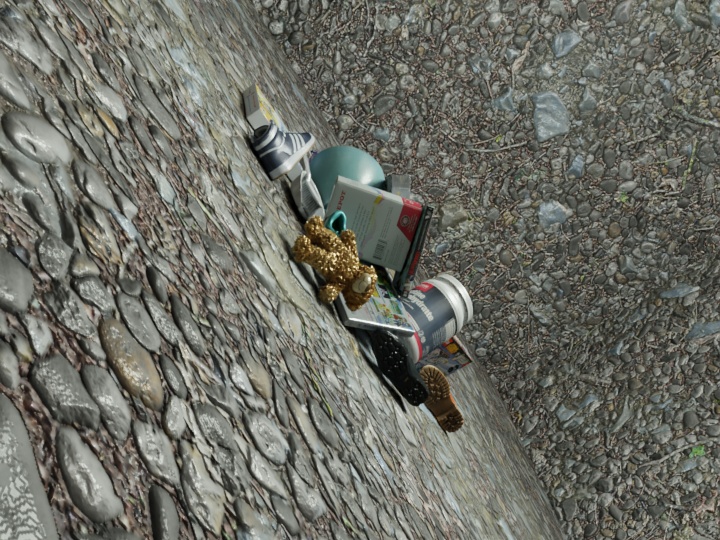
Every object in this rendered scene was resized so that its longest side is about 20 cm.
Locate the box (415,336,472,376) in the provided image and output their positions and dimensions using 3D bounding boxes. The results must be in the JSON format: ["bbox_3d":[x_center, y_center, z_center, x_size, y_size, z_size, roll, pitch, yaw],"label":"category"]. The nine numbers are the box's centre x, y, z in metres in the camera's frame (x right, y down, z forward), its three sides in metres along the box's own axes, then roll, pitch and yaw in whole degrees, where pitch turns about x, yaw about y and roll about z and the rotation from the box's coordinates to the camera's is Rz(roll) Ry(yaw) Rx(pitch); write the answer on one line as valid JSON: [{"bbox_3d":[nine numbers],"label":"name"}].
[{"bbox_3d":[0.201,0.222,2.030,0.200,0.135,0.040,48,15,-55],"label":"box"}]

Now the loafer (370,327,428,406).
[{"bbox_3d":[0.073,0.193,1.589,0.202,0.068,0.070,57,-7,-29],"label":"loafer"}]

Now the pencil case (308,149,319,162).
[{"bbox_3d":[-0.061,-0.247,2.113,0.197,0.086,0.085,24,-20,-26],"label":"pencil case"}]

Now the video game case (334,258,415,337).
[{"bbox_3d":[0.010,0.047,1.625,0.180,0.022,0.202,14,37,-37],"label":"video game case"}]

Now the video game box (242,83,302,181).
[{"bbox_3d":[-0.206,-0.329,1.867,0.201,0.046,0.183,54,7,-32],"label":"video game box"}]

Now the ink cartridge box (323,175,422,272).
[{"bbox_3d":[0.018,-0.104,1.699,0.196,0.149,0.083,18,15,-5],"label":"ink cartridge box"}]

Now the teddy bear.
[{"bbox_3d":[-0.043,-0.013,1.457,0.202,0.066,0.145,57,46,-11],"label":"teddy bear"}]

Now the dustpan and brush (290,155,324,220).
[{"bbox_3d":[-0.122,-0.192,1.769,0.202,0.057,0.140,65,9,30],"label":"dustpan and brush"}]

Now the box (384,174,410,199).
[{"bbox_3d":[0.085,-0.142,1.891,0.200,0.047,0.163,-164,-106,-86],"label":"box"}]

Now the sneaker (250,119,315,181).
[{"bbox_3d":[-0.169,-0.284,1.693,0.109,0.069,0.201,53,32,-16],"label":"sneaker"}]

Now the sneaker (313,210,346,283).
[{"bbox_3d":[-0.051,-0.042,1.570,0.077,0.080,0.203,24,37,-32],"label":"sneaker"}]

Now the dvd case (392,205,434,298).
[{"bbox_3d":[0.113,-0.044,1.724,0.022,0.205,0.146,15,4,-8],"label":"dvd case"}]

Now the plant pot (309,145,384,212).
[{"bbox_3d":[-0.044,-0.177,1.880,0.201,0.197,0.137,52,31,-35],"label":"plant pot"}]

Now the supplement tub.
[{"bbox_3d":[0.140,0.109,1.744,0.140,0.198,0.142,41,-32,32],"label":"supplement tub"}]

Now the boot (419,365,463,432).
[{"bbox_3d":[0.184,0.296,1.923,0.108,0.074,0.202,-114,178,-60],"label":"boot"}]
